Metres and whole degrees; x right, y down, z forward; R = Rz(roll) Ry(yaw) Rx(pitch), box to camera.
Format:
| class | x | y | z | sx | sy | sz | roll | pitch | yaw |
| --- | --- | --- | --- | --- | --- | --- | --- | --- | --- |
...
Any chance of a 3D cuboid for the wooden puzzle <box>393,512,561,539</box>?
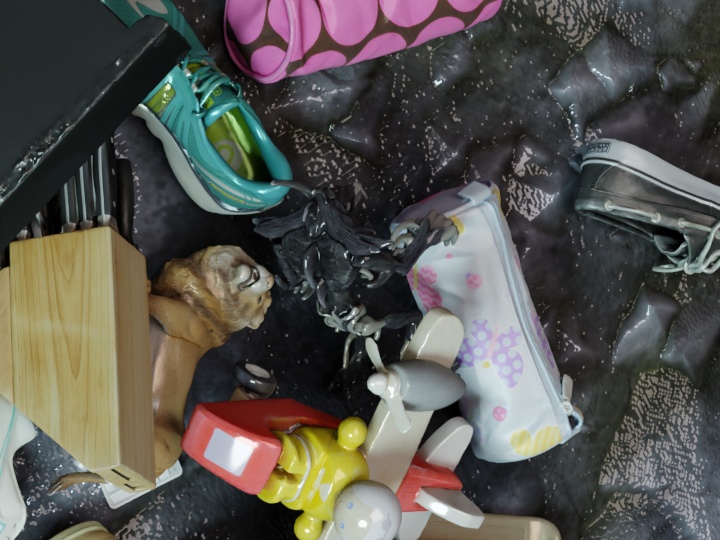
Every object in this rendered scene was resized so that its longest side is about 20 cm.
| class | x | y | z | sx | sy | sz | roll | pitch | yaw |
| --- | --- | --- | --- | --- | --- | --- | --- | --- | --- |
| wooden puzzle | 0.055 | 0.265 | 1.575 | 0.199 | 0.037 | 0.186 | 8 | 85 | -30 |

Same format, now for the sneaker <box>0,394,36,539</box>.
| class | x | y | z | sx | sy | sz | roll | pitch | yaw |
| --- | --- | --- | --- | --- | --- | --- | --- | --- | --- |
| sneaker | -0.251 | 0.168 | 1.381 | 0.080 | 0.070 | 0.202 | 17 | 80 | -31 |

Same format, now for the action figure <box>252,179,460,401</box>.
| class | x | y | z | sx | sy | sz | roll | pitch | yaw |
| --- | --- | --- | --- | --- | --- | --- | --- | --- | --- |
| action figure | 0.000 | 0.000 | 1.493 | 0.102 | 0.118 | 0.201 | -55 | 139 | -38 |

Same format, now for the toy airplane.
| class | x | y | z | sx | sy | sz | roll | pitch | yaw |
| --- | --- | --- | --- | --- | --- | --- | --- | --- | --- |
| toy airplane | 0.000 | 0.142 | 1.450 | 0.198 | 0.141 | 0.201 | -23 | 119 | -7 |

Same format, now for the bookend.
| class | x | y | z | sx | sy | sz | roll | pitch | yaw |
| --- | --- | --- | --- | --- | --- | --- | --- | --- | --- |
| bookend | -0.243 | -0.132 | 1.300 | 0.200 | 0.092 | 0.199 | 43 | 91 | 4 |

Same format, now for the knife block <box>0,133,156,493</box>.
| class | x | y | z | sx | sy | sz | roll | pitch | yaw |
| --- | --- | --- | --- | --- | --- | --- | --- | --- | --- |
| knife block | -0.163 | 0.013 | 1.369 | 0.176 | 0.200 | 0.064 | -52 | 155 | -3 |

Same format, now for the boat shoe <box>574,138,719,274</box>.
| class | x | y | z | sx | sy | sz | roll | pitch | yaw |
| --- | --- | --- | --- | --- | --- | --- | --- | --- | --- |
| boat shoe | 0.249 | -0.032 | 1.672 | 0.199 | 0.073 | 0.069 | 25 | 72 | -27 |

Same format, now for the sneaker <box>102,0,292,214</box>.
| class | x | y | z | sx | sy | sz | roll | pitch | yaw |
| --- | --- | --- | --- | --- | --- | --- | --- | --- | --- |
| sneaker | -0.112 | -0.124 | 1.462 | 0.078 | 0.079 | 0.200 | -47 | 110 | -23 |

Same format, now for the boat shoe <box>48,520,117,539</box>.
| class | x | y | z | sx | sy | sz | roll | pitch | yaw |
| --- | --- | --- | --- | --- | --- | --- | --- | --- | --- |
| boat shoe | -0.204 | 0.241 | 1.383 | 0.200 | 0.066 | 0.074 | -50 | 145 | -35 |

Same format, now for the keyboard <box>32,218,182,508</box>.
| class | x | y | z | sx | sy | sz | roll | pitch | yaw |
| --- | --- | --- | --- | --- | --- | --- | --- | --- | --- |
| keyboard | -0.179 | 0.056 | 1.459 | 0.056 | 0.011 | 0.201 | -27 | 102 | -28 |

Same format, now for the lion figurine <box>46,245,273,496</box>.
| class | x | y | z | sx | sy | sz | roll | pitch | yaw |
| --- | --- | --- | --- | --- | --- | --- | --- | --- | --- |
| lion figurine | -0.131 | 0.069 | 1.449 | 0.122 | 0.072 | 0.201 | 32 | 77 | -48 |

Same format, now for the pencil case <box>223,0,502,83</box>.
| class | x | y | z | sx | sy | sz | roll | pitch | yaw |
| --- | --- | --- | --- | --- | --- | --- | --- | --- | --- |
| pencil case | 0.002 | -0.197 | 1.527 | 0.199 | 0.091 | 0.094 | -23 | 139 | -31 |

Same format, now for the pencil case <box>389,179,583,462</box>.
| class | x | y | z | sx | sy | sz | roll | pitch | yaw |
| --- | --- | --- | --- | --- | --- | --- | --- | --- | --- |
| pencil case | 0.090 | 0.037 | 1.570 | 0.083 | 0.091 | 0.201 | -27 | 101 | -28 |
